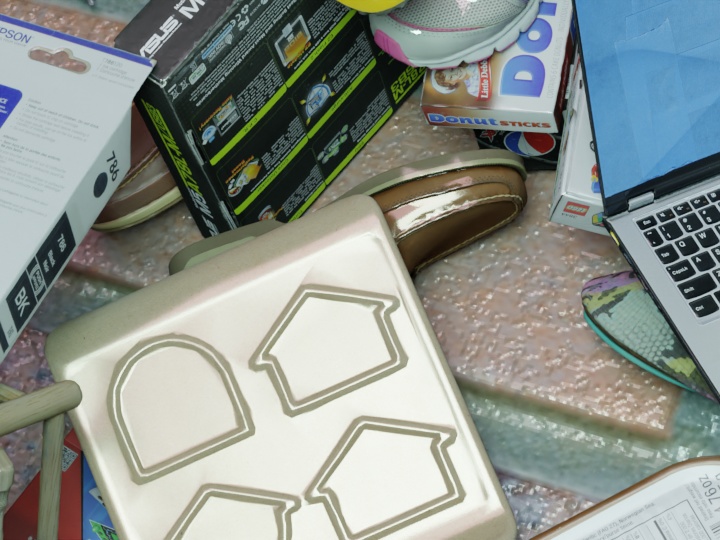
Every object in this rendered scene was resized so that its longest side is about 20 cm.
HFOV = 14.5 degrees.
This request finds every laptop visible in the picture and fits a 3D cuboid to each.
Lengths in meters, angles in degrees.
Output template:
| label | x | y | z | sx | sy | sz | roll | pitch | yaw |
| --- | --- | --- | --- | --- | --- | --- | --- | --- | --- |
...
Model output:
| label | x | y | z | sx | sy | sz | roll | pitch | yaw |
| --- | --- | --- | --- | --- | --- | --- | --- | --- | --- |
| laptop | 0.217 | -0.064 | 1.360 | 0.187 | 0.116 | 0.200 | -21 | 62 | -18 |

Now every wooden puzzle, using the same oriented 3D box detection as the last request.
| label | x | y | z | sx | sy | sz | roll | pitch | yaw |
| --- | --- | --- | --- | --- | --- | --- | --- | --- | --- |
| wooden puzzle | -0.040 | 0.085 | 1.419 | 0.185 | 0.046 | 0.201 | -24 | 74 | 1 |

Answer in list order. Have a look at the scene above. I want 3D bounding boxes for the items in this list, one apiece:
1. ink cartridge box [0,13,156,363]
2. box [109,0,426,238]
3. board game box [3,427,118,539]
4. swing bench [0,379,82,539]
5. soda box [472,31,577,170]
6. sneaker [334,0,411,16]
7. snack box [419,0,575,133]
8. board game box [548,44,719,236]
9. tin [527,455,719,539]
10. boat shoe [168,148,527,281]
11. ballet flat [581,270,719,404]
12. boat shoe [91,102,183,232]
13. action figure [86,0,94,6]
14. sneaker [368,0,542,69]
| label | x | y | z | sx | sy | sz | roll | pitch | yaw |
| --- | --- | --- | --- | --- | --- | --- | --- | --- | --- |
| ink cartridge box | -0.181 | -0.031 | 1.352 | 0.099 | 0.039 | 0.200 | 18 | 59 | 22 |
| box | -0.029 | -0.125 | 1.484 | 0.047 | 0.193 | 0.200 | 34 | 75 | 25 |
| board game box | -0.098 | 0.164 | 1.442 | 0.200 | 0.019 | 0.103 | 30 | 73 | 26 |
| swing bench | -0.242 | 0.155 | 1.334 | 0.129 | 0.200 | 0.200 | 20 | 33 | 23 |
| soda box | 0.101 | -0.155 | 1.538 | 0.063 | 0.071 | 0.201 | 0 | 62 | 15 |
| sneaker | -0.052 | -0.199 | 1.364 | 0.200 | 0.090 | 0.070 | 29 | 72 | 24 |
| snack box | 0.083 | -0.164 | 1.491 | 0.072 | 0.024 | 0.201 | 4 | 63 | 14 |
| board game box | 0.202 | -0.063 | 1.444 | 0.199 | 0.035 | 0.127 | 14 | 63 | -4 |
| tin | 0.133 | 0.164 | 1.377 | 0.199 | 0.042 | 0.112 | -28 | 55 | -2 |
| boat shoe | 0.000 | 0.000 | 1.485 | 0.199 | 0.072 | 0.068 | -21 | 63 | 12 |
| ballet flat | 0.197 | 0.042 | 1.404 | 0.200 | 0.071 | 0.069 | 39 | 44 | 27 |
| boat shoe | -0.089 | -0.106 | 1.549 | 0.200 | 0.068 | 0.072 | -46 | 38 | -15 |
| action figure | -0.140 | -0.236 | 1.626 | 0.200 | 0.102 | 0.119 | -32 | 71 | -7 |
| sneaker | 0.074 | -0.190 | 1.441 | 0.081 | 0.088 | 0.200 | 34 | 73 | 25 |
